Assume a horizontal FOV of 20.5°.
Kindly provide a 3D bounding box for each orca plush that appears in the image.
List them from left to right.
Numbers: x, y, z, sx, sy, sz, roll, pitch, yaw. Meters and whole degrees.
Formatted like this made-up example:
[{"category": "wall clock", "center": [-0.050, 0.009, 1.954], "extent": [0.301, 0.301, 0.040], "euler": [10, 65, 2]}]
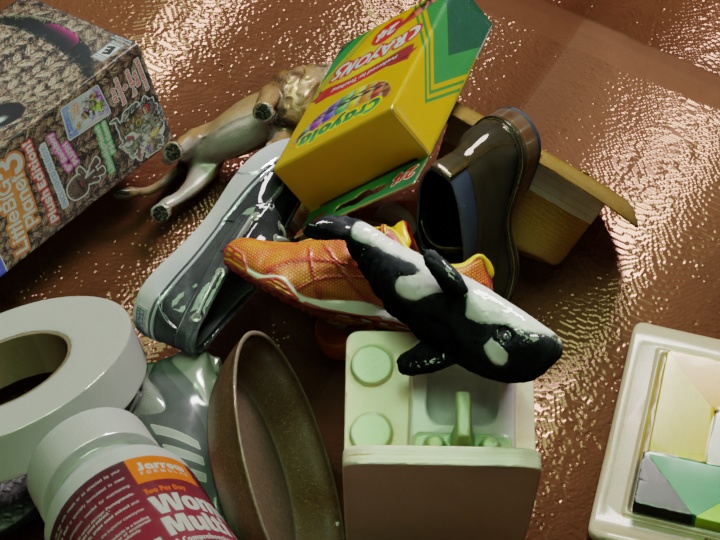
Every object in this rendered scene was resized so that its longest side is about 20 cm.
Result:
[{"category": "orca plush", "center": [0.037, 0.029, 1.289], "extent": [0.199, 0.105, 0.071], "euler": [34, 83, 22]}]

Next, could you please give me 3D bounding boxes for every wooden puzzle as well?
[{"category": "wooden puzzle", "center": [0.273, 0.130, 1.446], "extent": [0.183, 0.037, 0.201], "euler": [12, 54, 10]}]

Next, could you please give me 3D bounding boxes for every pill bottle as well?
[{"category": "pill bottle", "center": [-0.137, 0.182, 1.275], "extent": [0.109, 0.110, 0.200], "euler": [-24, 44, -17]}]

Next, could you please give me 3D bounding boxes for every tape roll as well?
[{"category": "tape roll", "center": [-0.251, 0.086, 1.427], "extent": [0.201, 0.037, 0.203], "euler": [-17, 25, 8]}]

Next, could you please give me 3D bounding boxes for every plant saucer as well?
[{"category": "plant saucer", "center": [-0.061, 0.143, 1.352], "extent": [0.036, 0.201, 0.202], "euler": [-18, 52, 13]}]

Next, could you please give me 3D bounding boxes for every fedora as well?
[{"category": "fedora", "center": [0.116, -0.060, 1.539], "extent": [0.200, 0.200, 0.082], "euler": [31, 94, 22]}]

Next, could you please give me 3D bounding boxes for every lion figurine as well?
[{"category": "lion figurine", "center": [-0.096, -0.109, 1.591], "extent": [0.198, 0.073, 0.123], "euler": [-16, 18, 17]}]

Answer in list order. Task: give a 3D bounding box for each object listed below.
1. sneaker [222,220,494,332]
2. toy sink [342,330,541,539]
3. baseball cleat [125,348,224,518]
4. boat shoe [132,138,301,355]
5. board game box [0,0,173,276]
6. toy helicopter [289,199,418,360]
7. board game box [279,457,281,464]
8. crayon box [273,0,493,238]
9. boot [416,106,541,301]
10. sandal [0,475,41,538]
[{"category": "sneaker", "center": [0.000, 0.000, 1.398], "extent": [0.198, 0.073, 0.078], "euler": [11, 82, 13]}, {"category": "toy sink", "center": [0.052, 0.110, 1.351], "extent": [0.129, 0.200, 0.113], "euler": [0, 67, 2]}, {"category": "baseball cleat", "center": [-0.131, 0.144, 1.400], "extent": [0.105, 0.070, 0.201], "euler": [-13, 43, 0]}, {"category": "boat shoe", "center": [-0.084, -0.016, 1.473], "extent": [0.067, 0.072, 0.200], "euler": [25, 55, 26]}, {"category": "board game box", "center": [-0.279, -0.107, 1.566], "extent": [0.159, 0.097, 0.200], "euler": [24, 55, 40]}, {"category": "toy helicopter", "center": [-0.018, -0.032, 1.551], "extent": [0.132, 0.079, 0.200], "euler": [-32, 46, -14]}, {"category": "board game box", "center": [-0.104, 0.157, 1.439], "extent": [0.094, 0.030, 0.202], "euler": [-1, 56, 0]}, {"category": "crayon box", "center": [0.014, -0.121, 1.484], "extent": [0.126, 0.051, 0.201], "euler": [-24, 28, 38]}, {"category": "boot", "center": [0.067, -0.018, 1.449], "extent": [0.074, 0.202, 0.097], "euler": [29, 37, 28]}, {"category": "sandal", "center": [-0.242, 0.156, 1.434], "extent": [0.199, 0.048, 0.075], "euler": [-23, 54, -31]}]
